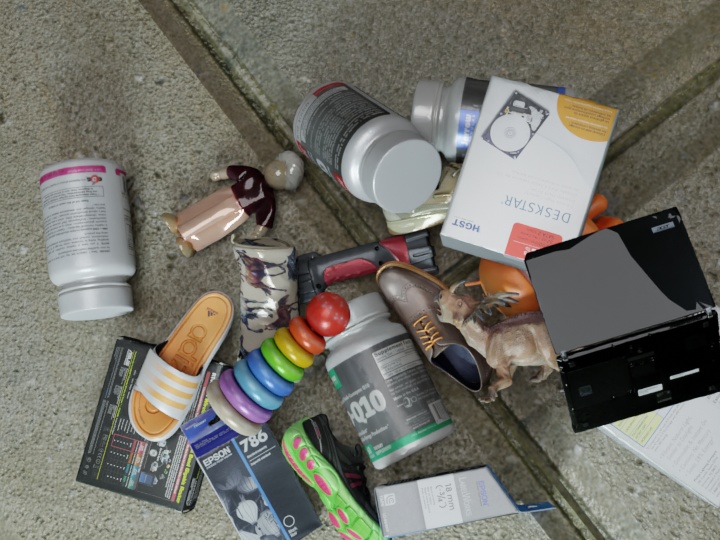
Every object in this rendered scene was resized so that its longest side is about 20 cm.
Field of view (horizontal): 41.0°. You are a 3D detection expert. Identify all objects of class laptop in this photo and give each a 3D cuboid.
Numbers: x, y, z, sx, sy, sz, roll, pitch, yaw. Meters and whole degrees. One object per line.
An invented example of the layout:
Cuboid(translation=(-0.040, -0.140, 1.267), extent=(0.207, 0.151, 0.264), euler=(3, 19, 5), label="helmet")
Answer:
Cuboid(translation=(0.294, 0.060, 1.073), extent=(0.177, 0.200, 0.103), euler=(-17, 37, 6), label="laptop")

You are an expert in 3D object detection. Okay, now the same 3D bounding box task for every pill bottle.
Cuboid(translation=(0.169, -0.188, 1.240), extent=(0.200, 0.114, 0.114), euler=(7, 83, 8), label="pill bottle")
Cuboid(translation=(-0.361, -0.040, 1.286), extent=(0.113, 0.113, 0.200), euler=(-10, 80, 6), label="pill bottle")
Cuboid(translation=(0.026, 0.136, 1.211), extent=(0.113, 0.113, 0.200), euler=(-27, 79, 3), label="pill bottle")
Cuboid(translation=(0.007, -0.154, 1.210), extent=(0.114, 0.114, 0.200), euler=(-46, 42, -1), label="pill bottle")

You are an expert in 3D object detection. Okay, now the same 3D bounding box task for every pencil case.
Cuboid(translation=(-0.121, 0.050, 1.226), extent=(0.089, 0.078, 0.200), euler=(0, 106, 4), label="pencil case")

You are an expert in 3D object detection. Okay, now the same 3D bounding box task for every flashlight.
Cuboid(translation=(0.000, 0.000, 1.261), extent=(0.200, 0.068, 0.068), euler=(-16, 123, 8), label="flashlight")

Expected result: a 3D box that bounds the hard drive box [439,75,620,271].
Cuboid(translation=(0.197, -0.106, 1.128), extent=(0.156, 0.077, 0.200), euler=(17, 84, 10), label="hard drive box")

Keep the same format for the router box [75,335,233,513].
Cuboid(translation=(-0.267, 0.199, 1.264), extent=(0.150, 0.062, 0.200), euler=(14, 84, 9), label="router box")

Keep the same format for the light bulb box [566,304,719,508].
Cuboid(translation=(0.387, 0.141, 1.157), extent=(0.200, 0.125, 0.198), euler=(35, 88, 11), label="light bulb box")

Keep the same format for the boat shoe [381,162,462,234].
Cuboid(translation=(0.121, -0.102, 1.221), extent=(0.200, 0.072, 0.065), euler=(-14, 106, 18), label="boat shoe")

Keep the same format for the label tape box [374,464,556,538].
Cuboid(translation=(0.126, 0.271, 1.163), extent=(0.200, 0.144, 0.063), euler=(-12, 78, 5), label="label tape box")

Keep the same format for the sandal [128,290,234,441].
Cuboid(translation=(-0.231, 0.112, 1.210), extent=(0.079, 0.059, 0.207), euler=(26, 80, 10), label="sandal")

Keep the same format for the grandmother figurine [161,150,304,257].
Cuboid(translation=(-0.161, -0.092, 1.298), extent=(0.200, 0.061, 0.121), euler=(-33, 88, 4), label="grandmother figurine")

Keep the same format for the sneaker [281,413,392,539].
Cuboid(translation=(-0.014, 0.265, 1.212), extent=(0.084, 0.077, 0.200), euler=(-37, 97, -37), label="sneaker")

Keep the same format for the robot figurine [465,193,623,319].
Cuboid(translation=(0.231, -0.016, 1.206), extent=(0.200, 0.144, 0.117), euler=(-39, 47, 0), label="robot figurine")

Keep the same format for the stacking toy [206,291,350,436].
Cuboid(translation=(-0.090, 0.106, 1.162), extent=(0.200, 0.085, 0.085), euler=(-44, 79, 8), label="stacking toy")

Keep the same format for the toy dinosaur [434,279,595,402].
Cuboid(translation=(0.194, 0.076, 1.144), extent=(0.200, 0.086, 0.136), euler=(-3, 100, -4), label="toy dinosaur")

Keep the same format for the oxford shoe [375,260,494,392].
Cuboid(translation=(0.094, 0.069, 1.206), extent=(0.200, 0.073, 0.071), euler=(44, 112, -2), label="oxford shoe")

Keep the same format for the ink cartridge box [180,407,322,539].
Cuboid(translation=(-0.138, 0.260, 1.217), extent=(0.099, 0.039, 0.200), euler=(-30, 93, -12), label="ink cartridge box")
